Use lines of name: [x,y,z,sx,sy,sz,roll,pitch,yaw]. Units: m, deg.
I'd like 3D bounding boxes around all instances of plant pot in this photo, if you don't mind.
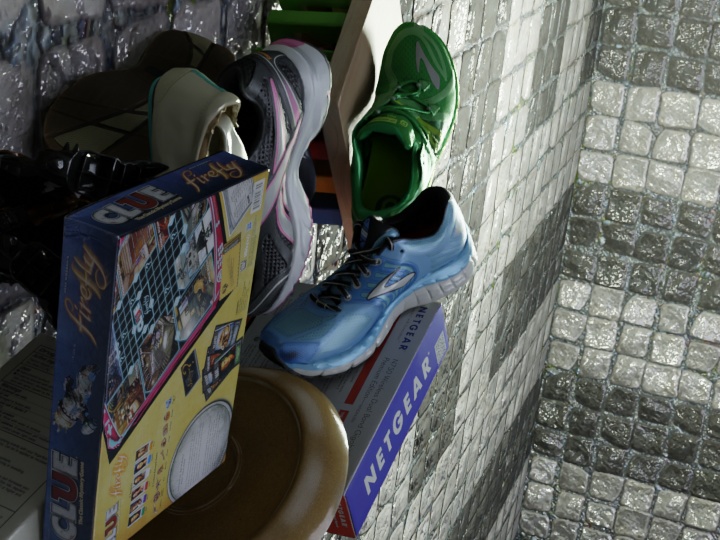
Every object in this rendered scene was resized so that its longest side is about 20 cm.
plant pot: [-0.105,0.140,0.805,0.028,0.199,0.201,61,43,-42]

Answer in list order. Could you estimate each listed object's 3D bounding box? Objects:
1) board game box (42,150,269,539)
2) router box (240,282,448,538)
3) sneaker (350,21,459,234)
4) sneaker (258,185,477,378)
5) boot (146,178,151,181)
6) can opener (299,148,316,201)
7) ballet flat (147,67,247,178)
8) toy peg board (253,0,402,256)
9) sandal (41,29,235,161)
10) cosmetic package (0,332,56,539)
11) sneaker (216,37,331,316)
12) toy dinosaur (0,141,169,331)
board game box: [-0.112,0.046,0.660,0.135,0.034,0.201,-34,140,-56]
router box: [-0.050,0.095,0.914,0.200,0.179,0.049,-58,147,-42]
sneaker: [0.036,-0.114,0.975,0.084,0.074,0.201,65,33,-71]
sneaker: [0.000,0.000,0.902,0.200,0.078,0.090,-37,136,-26]
boot: [-0.148,-0.045,0.865,0.200,0.073,0.096,-54,146,-69]
can opener: [-0.077,-0.067,0.972,0.200,0.063,0.079,107,-27,-64]
ballet flat: [-0.101,-0.027,0.760,0.069,0.069,0.201,-50,149,-55]
toy peg board: [-0.028,-0.147,1.059,0.200,0.097,0.201,79,22,-51]
sandal: [-0.146,-0.107,0.824,0.054,0.080,0.200,-63,178,35]
cosmetic package: [-0.207,0.133,0.698,0.200,0.103,0.073,-47,145,-44]
sneaker: [-0.085,-0.062,0.838,0.086,0.080,0.201,-20,122,-52]
toy dinosaur: [-0.188,-0.025,0.666,0.200,0.135,0.103,7,96,-47]
